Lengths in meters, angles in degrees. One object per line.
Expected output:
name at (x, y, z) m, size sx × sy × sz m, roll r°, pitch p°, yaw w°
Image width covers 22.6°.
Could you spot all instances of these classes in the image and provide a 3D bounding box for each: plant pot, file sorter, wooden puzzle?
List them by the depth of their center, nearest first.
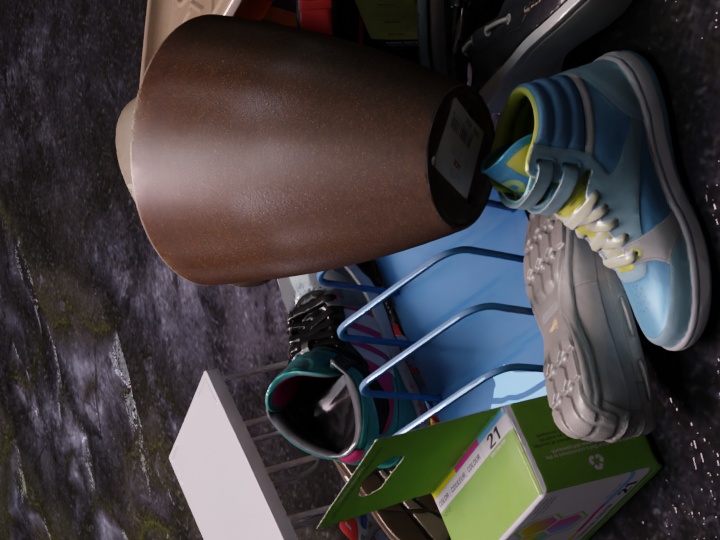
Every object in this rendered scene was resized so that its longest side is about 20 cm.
plant pot at (-0.018, -0.079, 1.199) m, size 0.199 × 0.187 × 0.188 m, roll 3°, pitch 105°, yaw 32°
file sorter at (0.058, 0.020, 1.307) m, size 0.139 × 0.122 × 0.201 m, roll -36°, pitch 63°, yaw 30°
wooden puzzle at (-0.099, -0.222, 1.359) m, size 0.200 × 0.046 × 0.186 m, roll -48°, pitch 30°, yaw 36°
file sorter at (-0.057, 0.192, 1.522) m, size 0.201 × 0.124 × 0.139 m, roll 63°, pitch 148°, yaw 28°

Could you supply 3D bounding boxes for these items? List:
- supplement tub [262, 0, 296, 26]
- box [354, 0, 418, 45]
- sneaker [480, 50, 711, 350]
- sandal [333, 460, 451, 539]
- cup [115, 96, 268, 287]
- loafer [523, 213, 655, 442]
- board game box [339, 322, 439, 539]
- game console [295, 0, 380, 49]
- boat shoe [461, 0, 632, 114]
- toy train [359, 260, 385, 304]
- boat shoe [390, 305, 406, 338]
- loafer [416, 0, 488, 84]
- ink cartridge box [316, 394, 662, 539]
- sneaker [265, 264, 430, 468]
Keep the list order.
supplement tub at (-0.068, -0.154, 1.426) m, size 0.107 × 0.107 × 0.201 m, roll 12°, pitch 83°, yaw 61°
box at (0.015, -0.239, 1.297) m, size 0.200 × 0.050 × 0.076 m, roll 60°, pitch -147°, yaw -65°
sneaker at (0.145, -0.036, 1.164) m, size 0.079 × 0.130 × 0.201 m, roll -27°, pitch 77°, yaw 61°
sandal at (0.018, 0.145, 1.438) m, size 0.200 × 0.081 × 0.055 m, roll 56°, pitch 168°, yaw 26°
cup at (-0.089, -0.107, 1.557) m, size 0.143 × 0.200 × 0.201 m, roll -35°, pitch 66°, yaw 30°
loafer at (0.158, 0.025, 1.235) m, size 0.070 × 0.069 × 0.201 m, roll 130°, pitch 141°, yaw -54°
board game box at (0.055, 0.173, 1.499) m, size 0.200 × 0.056 × 0.197 m, roll 37°, pitch 132°, yaw 52°
game console at (-0.014, -0.237, 1.357) m, size 0.177 × 0.031 × 0.201 m, roll 35°, pitch -125°, yaw -76°
boat shoe at (0.123, -0.171, 1.224) m, size 0.061 × 0.074 × 0.200 m, roll 67°, pitch 159°, yaw 11°
toy train at (0.000, 0.000, 1.434) m, size 0.034 × 0.046 × 0.201 m, roll -16°, pitch 83°, yaw 23°
boat shoe at (0.059, 0.030, 1.429) m, size 0.200 × 0.062 × 0.073 m, roll 61°, pitch 149°, yaw 31°
loafer at (0.074, -0.222, 1.305) m, size 0.072 × 0.063 × 0.201 m, roll -56°, pitch -34°, yaw -66°
ink cartridge box at (0.087, 0.159, 1.272) m, size 0.076 × 0.199 × 0.148 m, roll 65°, pitch 150°, yaw 23°
sneaker at (-0.033, 0.063, 1.354) m, size 0.084 × 0.121 × 0.201 m, roll -36°, pitch 75°, yaw 28°
